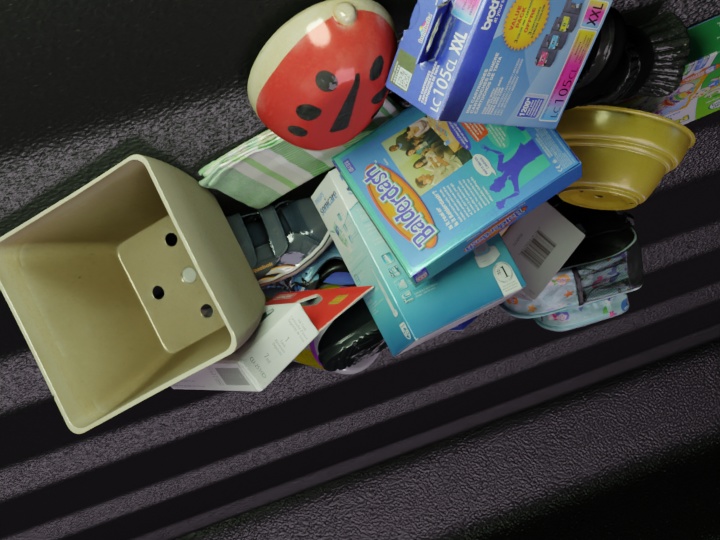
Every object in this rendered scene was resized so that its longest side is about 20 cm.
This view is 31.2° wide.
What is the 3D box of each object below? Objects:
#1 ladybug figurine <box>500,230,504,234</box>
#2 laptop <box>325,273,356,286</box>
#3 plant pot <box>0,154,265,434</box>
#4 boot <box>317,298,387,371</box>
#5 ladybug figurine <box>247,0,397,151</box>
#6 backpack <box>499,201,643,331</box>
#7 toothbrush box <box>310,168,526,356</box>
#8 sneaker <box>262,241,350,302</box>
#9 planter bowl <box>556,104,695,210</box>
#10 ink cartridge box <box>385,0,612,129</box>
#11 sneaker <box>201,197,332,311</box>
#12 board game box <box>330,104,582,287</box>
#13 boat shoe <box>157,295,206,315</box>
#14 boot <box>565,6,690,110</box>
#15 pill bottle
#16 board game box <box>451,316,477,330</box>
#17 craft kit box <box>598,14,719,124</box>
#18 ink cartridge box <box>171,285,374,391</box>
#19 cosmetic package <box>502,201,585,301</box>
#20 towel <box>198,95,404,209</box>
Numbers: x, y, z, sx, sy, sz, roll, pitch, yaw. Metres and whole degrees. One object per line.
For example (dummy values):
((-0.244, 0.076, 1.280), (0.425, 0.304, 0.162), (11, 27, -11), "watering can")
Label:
((0.127, -0.074, 1.511), (0.072, 0.136, 0.200), (30, 154, -9), "ladybug figurine")
((0.027, 0.023, 1.687), (0.177, 0.200, 0.104), (-4, 119, -41), "laptop")
((-0.205, 0.016, 1.270), (0.199, 0.201, 0.177), (-28, 176, 20), "plant pot")
((0.000, 0.000, 1.455), (0.200, 0.168, 0.076), (-32, 160, -14), "boot")
((-0.028, -0.165, 1.129), (0.135, 0.072, 0.200), (-17, 162, -15), "ladybug figurine")
((0.273, -0.008, 1.787), (0.199, 0.178, 0.151), (-14, 121, -7), "backpack")
((0.060, -0.033, 1.377), (0.146, 0.201, 0.085), (-26, 174, -21), "toothbrush box")
((-0.087, -0.003, 1.509), (0.199, 0.090, 0.078), (-19, 163, -7), "sneaker")
((0.275, -0.119, 1.469), (0.199, 0.084, 0.200), (8, 171, 1), "planter bowl")
((0.110, -0.199, 1.101), (0.199, 0.076, 0.137), (-2, 122, -44), "ink cartridge box")
((-0.119, -0.025, 1.426), (0.200, 0.079, 0.079), (-32, 149, 5), "sneaker")
((0.094, -0.102, 1.276), (0.200, 0.152, 0.045), (-33, 162, 0), "board game box")
((-0.257, 0.098, 1.632), (0.066, 0.074, 0.200), (1, 152, -40), "boat shoe")
((0.265, -0.223, 1.295), (0.157, 0.080, 0.211), (-12, 172, -10), "boot")
((-0.067, 0.063, 1.600), (0.104, 0.105, 0.200), (-8, -169, -38), "pill bottle")
((0.079, 0.049, 1.709), (0.134, 0.045, 0.200), (0, -177, 11), "board game box")
((0.360, -0.215, 1.508), (0.199, 0.049, 0.198), (-23, 165, 3), "craft kit box")
((-0.106, 0.057, 1.367), (0.176, 0.045, 0.200), (-43, -160, -29), "ink cartridge box")
((0.191, -0.030, 1.610), (0.108, 0.085, 0.200), (-52, -171, -5), "cosmetic package")
((-0.051, -0.123, 1.310), (0.199, 0.023, 0.152), (-27, 163, 15), "towel")
